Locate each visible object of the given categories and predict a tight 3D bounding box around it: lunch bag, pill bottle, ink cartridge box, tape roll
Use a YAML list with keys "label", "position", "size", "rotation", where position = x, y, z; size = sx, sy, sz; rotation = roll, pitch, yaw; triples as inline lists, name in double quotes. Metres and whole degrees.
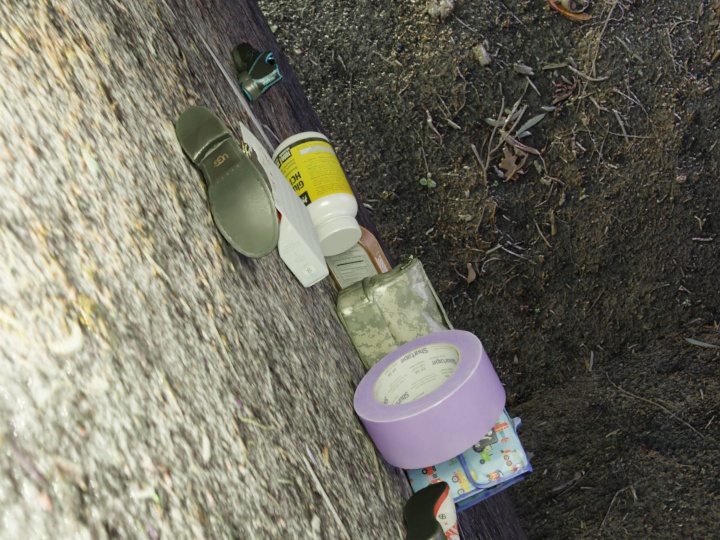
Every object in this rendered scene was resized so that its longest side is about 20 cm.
- label: "lunch bag"
  position: [0.069, 0.094, 1.460]
  size: [0.201, 0.167, 0.139]
  rotation: [63, 6, -7]
- label: "pill bottle"
  position: [-0.073, -0.131, 1.450]
  size: [0.201, 0.112, 0.113]
  rotation: [66, 6, 25]
- label: "ink cartridge box"
  position: [-0.124, -0.093, 1.193]
  size: [0.200, 0.047, 0.161]
  rotation: [52, 12, -40]
- label: "tape roll"
  position: [0.095, 0.176, 1.165]
  size: [0.085, 0.199, 0.200]
  rotation: [61, 6, -21]
- label: "lunch bag"
  position: [0.170, 0.289, 1.339]
  size: [0.152, 0.199, 0.094]
  rotation: [66, 6, 29]

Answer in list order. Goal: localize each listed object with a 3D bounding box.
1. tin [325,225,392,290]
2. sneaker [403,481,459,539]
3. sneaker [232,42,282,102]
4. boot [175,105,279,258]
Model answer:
- label: "tin"
  position: [0.000, 0.000, 1.549]
  size: [0.201, 0.111, 0.042]
  rotation: [60, 34, -28]
- label: "sneaker"
  position: [0.107, 0.365, 1.110]
  size: [0.109, 0.067, 0.201]
  rotation: [64, 9, -4]
- label: "sneaker"
  position: [-0.200, -0.401, 1.650]
  size: [0.073, 0.081, 0.201]
  rotation: [56, 8, -40]
- label: "boot"
  position: [-0.132, -0.098, 0.977]
  size: [0.201, 0.069, 0.174]
  rotation: [63, 6, 10]
